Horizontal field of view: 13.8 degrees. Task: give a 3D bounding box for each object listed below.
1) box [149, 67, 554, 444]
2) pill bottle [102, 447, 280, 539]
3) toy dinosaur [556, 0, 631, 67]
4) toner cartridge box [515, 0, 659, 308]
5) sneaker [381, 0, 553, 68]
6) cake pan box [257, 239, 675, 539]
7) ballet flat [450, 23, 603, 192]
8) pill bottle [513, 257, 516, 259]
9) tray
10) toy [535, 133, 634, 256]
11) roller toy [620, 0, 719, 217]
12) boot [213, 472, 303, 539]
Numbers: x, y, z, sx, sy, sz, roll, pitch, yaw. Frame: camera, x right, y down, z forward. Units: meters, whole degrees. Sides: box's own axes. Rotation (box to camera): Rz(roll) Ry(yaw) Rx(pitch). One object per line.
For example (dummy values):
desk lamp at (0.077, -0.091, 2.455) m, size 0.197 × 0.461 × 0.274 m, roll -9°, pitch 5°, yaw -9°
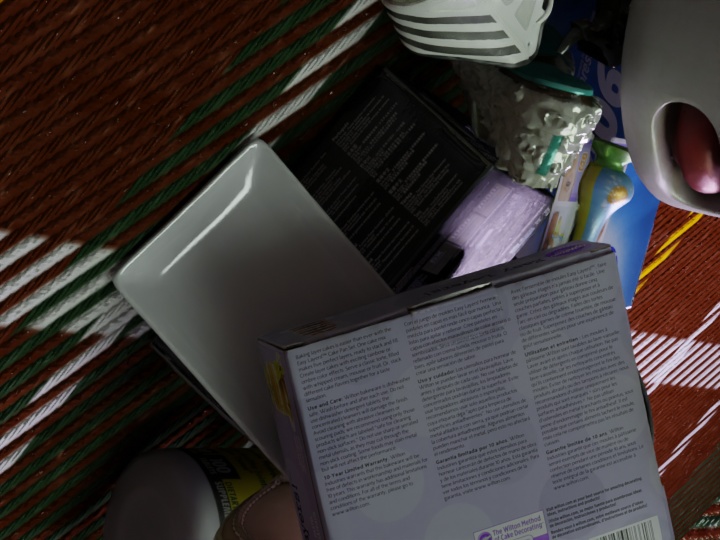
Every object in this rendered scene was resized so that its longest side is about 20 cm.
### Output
box at (0.000, 0.000, 1.656) m, size 0.200 × 0.086 × 0.164 m, roll -49°, pitch 164°, yaw 8°
pill bottle at (-0.042, 0.161, 1.756) m, size 0.199 × 0.113 × 0.113 m, roll 2°, pitch 134°, yaw -35°
toy dinosaur at (0.123, -0.188, 1.576) m, size 0.199 × 0.102 × 0.136 m, roll 7°, pitch 112°, yaw -44°
toner cartridge box at (0.136, -0.078, 1.722) m, size 0.043 × 0.095 × 0.201 m, roll -14°, pitch 134°, yaw -29°
sneaker at (0.089, -0.175, 1.451) m, size 0.200 × 0.076 × 0.116 m, roll -33°, pitch 145°, yaw -15°
cake pan box at (0.062, 0.095, 1.540) m, size 0.199 × 0.185 × 0.052 m, roll -18°, pitch -166°, yaw -17°
ballet flat at (0.080, -0.088, 1.569) m, size 0.072 × 0.072 × 0.200 m, roll -50°, pitch -166°, yaw 10°
pill bottle at (0.086, 0.046, 1.894) m, size 0.200 × 0.106 × 0.106 m, roll -48°, pitch 170°, yaw -51°
tray at (-0.031, 0.038, 1.538) m, size 0.107 × 0.200 × 0.022 m, roll -44°, pitch -162°, yaw -11°
toy at (0.119, 0.027, 1.617) m, size 0.115 × 0.047 × 0.201 m, roll 1°, pitch 104°, yaw -68°
roller toy at (0.231, -0.111, 1.574) m, size 0.182 × 0.139 × 0.201 m, roll -14°, pitch 114°, yaw -61°
boot at (0.009, 0.092, 1.617) m, size 0.200 × 0.072 × 0.155 m, roll -23°, pitch 149°, yaw -56°
